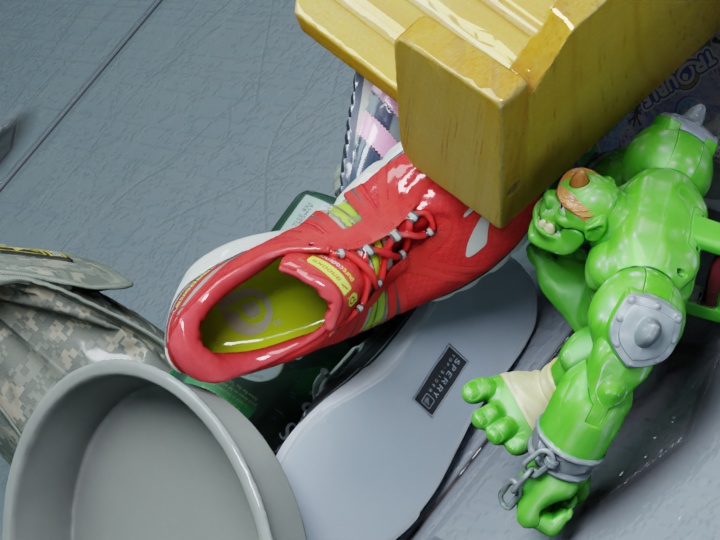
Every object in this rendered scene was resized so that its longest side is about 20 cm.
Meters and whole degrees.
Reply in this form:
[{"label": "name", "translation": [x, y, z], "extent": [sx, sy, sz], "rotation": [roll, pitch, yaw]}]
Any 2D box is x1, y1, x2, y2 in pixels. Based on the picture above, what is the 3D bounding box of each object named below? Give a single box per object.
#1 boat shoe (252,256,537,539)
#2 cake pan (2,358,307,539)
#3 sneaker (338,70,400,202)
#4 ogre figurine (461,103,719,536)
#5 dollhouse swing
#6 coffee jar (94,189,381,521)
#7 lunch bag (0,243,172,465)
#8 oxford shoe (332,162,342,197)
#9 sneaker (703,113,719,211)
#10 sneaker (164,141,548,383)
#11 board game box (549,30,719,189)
[{"label": "boat shoe", "translation": [0.007, 0.069, 1.307], "extent": [0.200, 0.074, 0.068], "rotation": [-56, 16, -28]}, {"label": "cake pan", "translation": [-0.094, 0.140, 1.261], "extent": [0.037, 0.202, 0.200], "rotation": [-6, -13, -44]}, {"label": "sneaker", "translation": [0.035, -0.068, 1.313], "extent": [0.070, 0.081, 0.201], "rotation": [-8, -73, -87]}, {"label": "ogre figurine", "translation": [0.113, 0.007, 1.191], "extent": [0.200, 0.098, 0.120], "rotation": [-47, -7, -43]}, {"label": "dollhouse swing", "translation": [0.072, -0.157, 1.194], "extent": [0.200, 0.176, 0.182], "rotation": [-41, -18, -13]}, {"label": "coffee jar", "translation": [-0.050, 0.065, 1.375], "extent": [0.200, 0.085, 0.104], "rotation": [-53, -22, -16]}, {"label": "lunch bag", "translation": [-0.165, 0.053, 1.482], "extent": [0.118, 0.200, 0.164], "rotation": [-50, 21, -8]}, {"label": "oxford shoe", "translation": [0.071, -0.053, 1.432], "extent": [0.199, 0.075, 0.058], "rotation": [-20, 74, 36]}, {"label": "sneaker", "translation": [0.213, -0.095, 1.191], "extent": [0.200, 0.082, 0.075], "rotation": [-31, 26, 36]}, {"label": "sneaker", "translation": [0.000, 0.000, 1.242], "extent": [0.199, 0.077, 0.085], "rotation": [-30, 8, 9]}, {"label": "board game box", "translation": [0.125, -0.142, 1.318], "extent": [0.199, 0.201, 0.026], "rotation": [-32, -14, 31]}]
